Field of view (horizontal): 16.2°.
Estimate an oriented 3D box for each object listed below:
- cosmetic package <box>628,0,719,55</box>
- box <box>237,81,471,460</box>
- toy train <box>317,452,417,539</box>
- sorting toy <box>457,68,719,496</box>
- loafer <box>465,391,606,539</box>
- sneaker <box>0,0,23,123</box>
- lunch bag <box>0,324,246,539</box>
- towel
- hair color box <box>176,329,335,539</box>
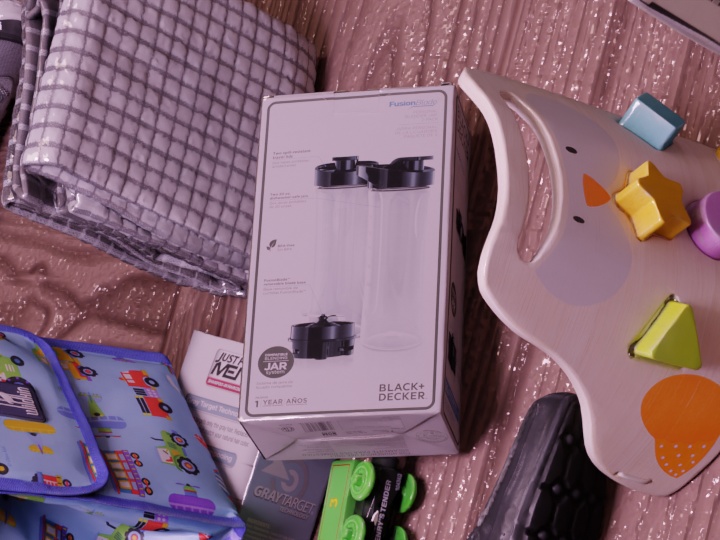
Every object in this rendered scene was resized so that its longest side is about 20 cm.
[{"bbox_3d":[0.139,-0.192,1.340,0.071,0.105,0.200,-58,38,11],"label":"cosmetic package"},{"bbox_3d":[0.000,0.000,1.398,0.116,0.060,0.201,-4,64,12],"label":"box"},{"bbox_3d":[-0.011,0.197,1.380,0.056,0.042,0.202,-10,65,57],"label":"toy train"},{"bbox_3d":[0.114,-0.018,1.224,0.107,0.179,0.201,-29,53,38],"label":"sorting toy"},{"bbox_3d":[0.070,0.156,1.280,0.070,0.068,0.202,15,88,43],"label":"loafer"},{"bbox_3d":[-0.281,-0.095,1.805,0.200,0.075,0.114,-46,44,33],"label":"sneaker"},{"bbox_3d":[-0.184,0.100,1.399,0.094,0.199,0.151,-51,42,20],"label":"lunch bag"},{"bbox_3d":[-0.123,-0.088,1.516,0.085,0.199,0.167,-13,62,46],"label":"towel"},{"bbox_3d":[-0.079,0.144,1.465,0.099,0.060,0.201,11,82,50],"label":"hair color box"}]
